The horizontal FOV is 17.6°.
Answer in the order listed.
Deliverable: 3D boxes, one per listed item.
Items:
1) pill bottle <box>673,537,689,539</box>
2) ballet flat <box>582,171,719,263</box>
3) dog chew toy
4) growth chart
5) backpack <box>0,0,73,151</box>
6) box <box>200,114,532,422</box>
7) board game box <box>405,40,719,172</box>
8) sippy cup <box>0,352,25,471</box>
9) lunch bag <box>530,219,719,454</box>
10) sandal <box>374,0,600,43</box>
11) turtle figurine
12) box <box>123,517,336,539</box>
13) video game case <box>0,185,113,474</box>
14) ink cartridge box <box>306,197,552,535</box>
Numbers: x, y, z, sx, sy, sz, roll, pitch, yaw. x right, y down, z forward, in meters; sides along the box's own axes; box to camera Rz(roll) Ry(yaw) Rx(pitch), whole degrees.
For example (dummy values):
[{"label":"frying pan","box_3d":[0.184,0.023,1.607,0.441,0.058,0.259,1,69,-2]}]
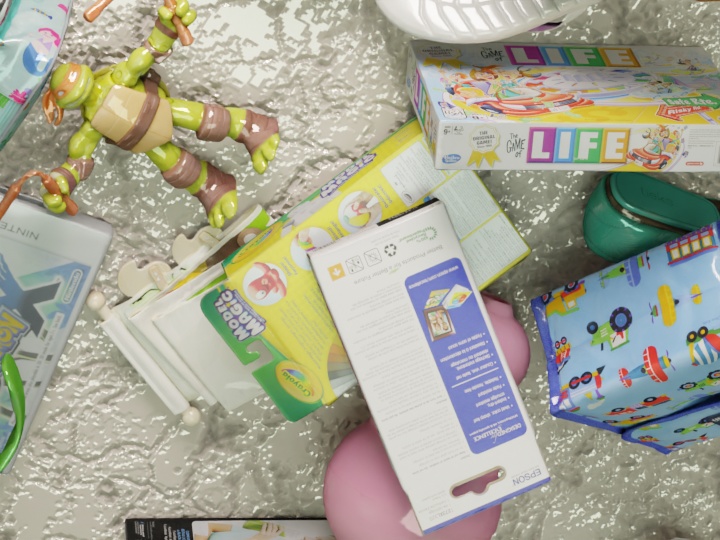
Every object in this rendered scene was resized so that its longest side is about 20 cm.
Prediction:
[{"label":"pill bottle","box_3d":[0.202,0.297,1.709,0.109,0.109,0.200,27,110,-20]},{"label":"ballet flat","box_3d":[0.241,-0.015,1.590,0.200,0.067,0.070,16,138,-15]},{"label":"dog chew toy","box_3d":[0.054,0.110,1.591,0.124,0.125,0.200,19,100,-16]},{"label":"growth chart","box_3d":[-0.073,0.023,1.584,0.200,0.018,0.145,-25,117,5]},{"label":"backpack","box_3d":[-0.269,-0.130,1.392,0.150,0.178,0.200,39,110,-18]},{"label":"box","box_3d":[0.000,0.000,1.542,0.200,0.048,0.117,-37,107,-1]},{"label":"board game box","box_3d":[0.137,-0.105,1.482,0.199,0.135,0.034,0,117,-8]},{"label":"sippy cup","box_3d":[-0.318,0.087,1.502,0.178,0.140,0.131,-18,111,-34]},{"label":"lunch bag","box_3d":[0.234,0.064,1.585,0.150,0.094,0.200,-24,147,27]},{"label":"sandal","box_3d":[0.109,-0.185,1.483,0.202,0.083,0.050,-12,161,-3]},{"label":"turtle figurine","box_3d":[-0.144,-0.089,1.492,0.161,0.064,0.200,27,102,-27]},{"label":"box","box_3d":[-0.072,0.241,1.670,0.199,0.060,0.117,0,116,-7]},{"label":"video game case","box_3d":[-0.285,0.027,1.554,0.182,0.022,0.200,19,113,-16]},{"label":"ink cartridge box","box_3d":[0.045,0.062,1.512,0.095,0.037,0.200,-22,97,-4]}]
